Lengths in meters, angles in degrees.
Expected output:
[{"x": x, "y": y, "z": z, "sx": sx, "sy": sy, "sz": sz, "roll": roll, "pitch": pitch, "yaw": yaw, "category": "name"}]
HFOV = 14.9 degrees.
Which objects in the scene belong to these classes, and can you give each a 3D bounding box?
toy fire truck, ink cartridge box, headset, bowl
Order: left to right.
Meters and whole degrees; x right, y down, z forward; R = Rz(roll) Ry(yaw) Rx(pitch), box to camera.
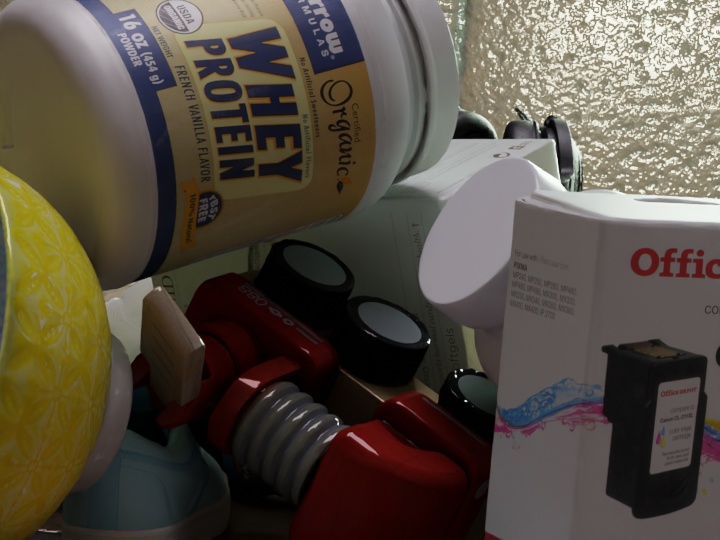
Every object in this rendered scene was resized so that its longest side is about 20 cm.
[{"x": -0.169, "y": 0.053, "z": 1.259, "sx": 0.108, "sy": 0.201, "sz": 0.200, "roll": 17, "pitch": -2, "yaw": -35, "category": "bowl"}, {"x": -0.033, "y": 0.066, "z": 1.292, "sx": 0.176, "sy": 0.129, "sz": 0.200, "roll": 37, "pitch": 27, "yaw": 21, "category": "toy fire truck"}, {"x": 0.077, "y": -0.048, "z": 1.623, "sx": 0.123, "sy": 0.094, "sz": 0.200, "roll": 11, "pitch": 23, "yaw": 23, "category": "headset"}, {"x": 0.139, "y": 0.070, "z": 1.223, "sx": 0.145, "sy": 0.200, "sz": 0.083, "roll": 1, "pitch": 7, "yaw": -24, "category": "ink cartridge box"}]

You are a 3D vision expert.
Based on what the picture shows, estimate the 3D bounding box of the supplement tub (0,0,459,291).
[{"x": -0.067, "y": -0.082, "z": 1.331, "sx": 0.200, "sy": 0.145, "sz": 0.144, "roll": -18, "pitch": 18, "yaw": -30, "category": "supplement tub"}]

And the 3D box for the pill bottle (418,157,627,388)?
[{"x": 0.126, "y": 0.031, "z": 1.322, "sx": 0.200, "sy": 0.112, "sz": 0.112, "roll": 34, "pitch": -8, "yaw": -27, "category": "pill bottle"}]

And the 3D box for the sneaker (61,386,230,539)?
[{"x": -0.102, "y": 0.093, "z": 1.379, "sx": 0.074, "sy": 0.082, "sz": 0.200, "roll": 6, "pitch": 6, "yaw": 2, "category": "sneaker"}]

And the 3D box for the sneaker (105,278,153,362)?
[{"x": -0.147, "y": 0.044, "z": 1.610, "sx": 0.115, "sy": 0.074, "sz": 0.200, "roll": -32, "pitch": 21, "yaw": -24, "category": "sneaker"}]

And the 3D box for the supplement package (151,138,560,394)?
[{"x": 0.000, "y": 0.000, "z": 1.473, "sx": 0.200, "sy": 0.117, "sz": 0.117, "roll": 0, "pitch": 19, "yaw": 36, "category": "supplement package"}]

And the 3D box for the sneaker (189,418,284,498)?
[{"x": -0.037, "y": 0.099, "z": 1.493, "sx": 0.200, "sy": 0.076, "sz": 0.078, "roll": 0, "pitch": 11, "yaw": 38, "category": "sneaker"}]
